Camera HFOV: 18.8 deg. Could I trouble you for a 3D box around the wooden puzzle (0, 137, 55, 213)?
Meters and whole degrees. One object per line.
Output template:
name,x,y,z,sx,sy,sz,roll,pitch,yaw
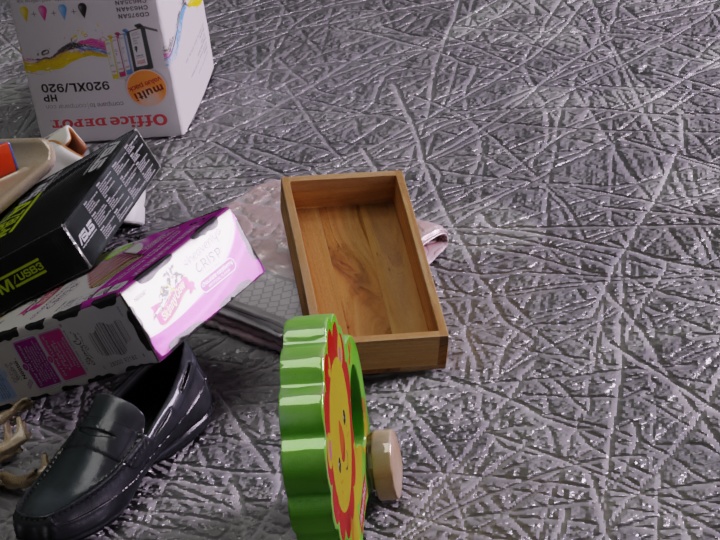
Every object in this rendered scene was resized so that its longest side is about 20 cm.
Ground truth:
wooden puzzle,-0.370,-0.057,1.760,0.184,0.047,0.200,0,33,28

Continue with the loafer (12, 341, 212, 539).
loafer,-0.174,0.118,1.505,0.068,0.071,0.201,9,34,31

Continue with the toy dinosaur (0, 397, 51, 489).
toy dinosaur,-0.270,0.143,1.526,0.101,0.059,0.200,-23,21,5

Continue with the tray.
tray,0.000,0.000,1.654,0.098,0.037,0.201,-4,39,-8

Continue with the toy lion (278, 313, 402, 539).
toy lion,-0.020,0.106,1.357,0.068,0.193,0.200,-5,28,7

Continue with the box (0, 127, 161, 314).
box,-0.268,-0.020,1.718,0.192,0.048,0.200,-28,16,23

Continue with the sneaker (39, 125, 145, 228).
sneaker,-0.279,-0.081,1.861,0.198,0.085,0.073,2,-3,7

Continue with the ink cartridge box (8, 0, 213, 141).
ink cartridge box,-0.233,-0.240,2.030,0.146,0.201,0.145,-2,31,11

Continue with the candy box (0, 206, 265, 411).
candy box,-0.185,0.030,1.600,0.199,0.061,0.136,-19,16,42

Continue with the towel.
towel,-0.061,-0.010,1.745,0.199,0.032,0.191,18,38,38
